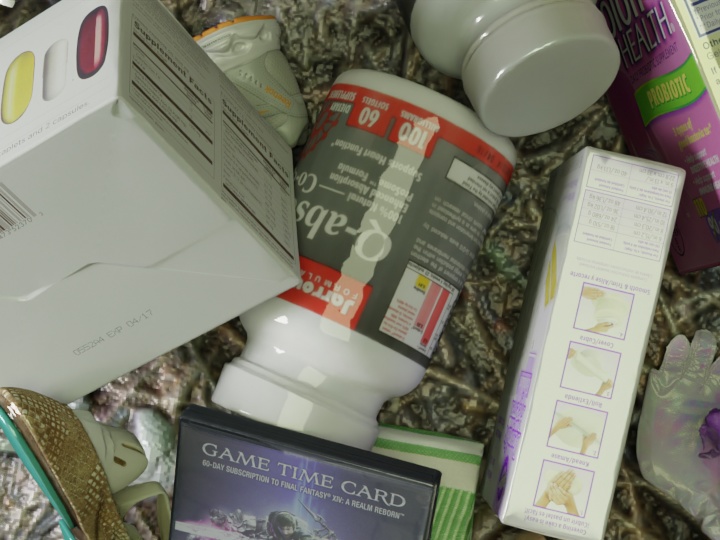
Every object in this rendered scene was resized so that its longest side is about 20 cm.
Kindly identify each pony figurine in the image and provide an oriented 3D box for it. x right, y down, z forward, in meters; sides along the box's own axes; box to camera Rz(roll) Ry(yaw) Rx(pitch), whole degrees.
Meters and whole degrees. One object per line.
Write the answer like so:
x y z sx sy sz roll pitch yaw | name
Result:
0.223 0.132 0.915 0.165 0.200 0.195 22 73 7 | pony figurine

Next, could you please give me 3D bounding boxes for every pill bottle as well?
0.000 0.000 0.932 0.115 0.116 0.202 24 84 1 | pill bottle
0.065 -0.176 0.910 0.110 0.111 0.201 -23 62 -1 | pill bottle

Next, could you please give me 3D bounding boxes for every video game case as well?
-0.039 0.178 0.909 0.141 0.019 0.202 14 117 10 | video game case

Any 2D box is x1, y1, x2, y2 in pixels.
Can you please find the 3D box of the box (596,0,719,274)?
0.201 -0.112 0.907 0.096 0.176 0.202 -21 89 -5 | box

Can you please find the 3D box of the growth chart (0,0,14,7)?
-0.200 -0.206 0.844 0.198 0.018 0.146 14 106 24 | growth chart

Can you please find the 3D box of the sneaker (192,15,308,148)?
-0.121 -0.068 0.963 0.199 0.076 0.093 -28 93 0 | sneaker

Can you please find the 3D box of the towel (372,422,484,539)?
-0.013 0.188 0.980 0.151 0.023 0.202 10 90 1 | towel

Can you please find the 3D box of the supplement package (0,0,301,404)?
-0.156 -0.033 0.878 0.199 0.112 0.156 -27 131 19 | supplement package

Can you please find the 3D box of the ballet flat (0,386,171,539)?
-0.144 0.124 0.922 0.065 0.201 0.071 -29 46 -15 | ballet flat

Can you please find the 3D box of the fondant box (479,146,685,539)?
0.119 0.040 0.922 0.058 0.144 0.202 12 88 0 | fondant box

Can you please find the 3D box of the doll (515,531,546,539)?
0.144 0.224 0.927 0.048 0.136 0.200 -44 121 -7 | doll
